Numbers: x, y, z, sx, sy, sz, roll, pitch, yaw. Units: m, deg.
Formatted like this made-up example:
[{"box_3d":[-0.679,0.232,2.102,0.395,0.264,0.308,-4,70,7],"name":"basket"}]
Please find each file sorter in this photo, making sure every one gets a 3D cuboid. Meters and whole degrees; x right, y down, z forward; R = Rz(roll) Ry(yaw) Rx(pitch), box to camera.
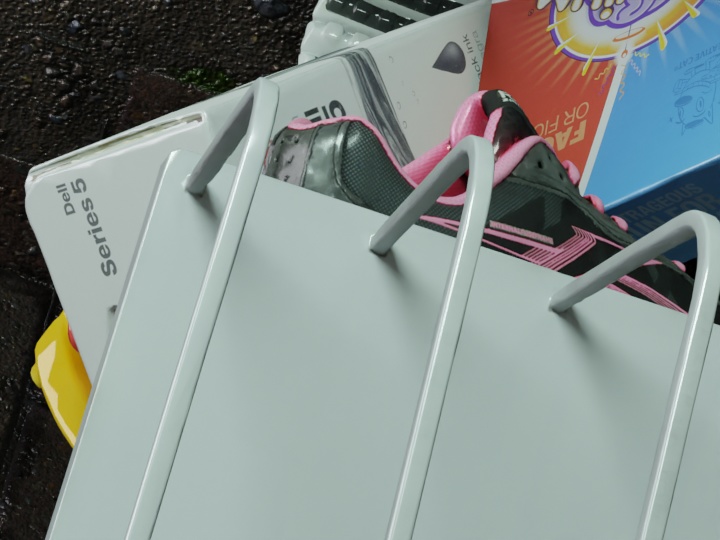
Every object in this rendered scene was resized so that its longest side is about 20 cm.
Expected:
[{"box_3d":[0.041,0.057,0.466,0.125,0.200,0.139,138,149,-74],"name":"file sorter"}]

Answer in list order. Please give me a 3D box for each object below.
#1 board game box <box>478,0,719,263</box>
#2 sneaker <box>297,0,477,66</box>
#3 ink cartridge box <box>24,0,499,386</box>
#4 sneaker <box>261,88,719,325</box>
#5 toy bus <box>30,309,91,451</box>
[{"box_3d":[0.105,-0.097,0.714,0.153,0.040,0.200,-25,46,46],"name":"board game box"},{"box_3d":[0.037,-0.116,0.915,0.200,0.075,0.081,-56,-12,-27],"name":"sneaker"},{"box_3d":[0.000,0.000,0.745,0.084,0.146,0.200,-16,8,37],"name":"ink cartridge box"},{"box_3d":[0.050,0.000,0.595,0.079,0.200,0.095,-1,85,52],"name":"sneaker"},{"box_3d":[-0.061,0.039,0.889,0.200,0.192,0.136,-46,58,22],"name":"toy bus"}]
